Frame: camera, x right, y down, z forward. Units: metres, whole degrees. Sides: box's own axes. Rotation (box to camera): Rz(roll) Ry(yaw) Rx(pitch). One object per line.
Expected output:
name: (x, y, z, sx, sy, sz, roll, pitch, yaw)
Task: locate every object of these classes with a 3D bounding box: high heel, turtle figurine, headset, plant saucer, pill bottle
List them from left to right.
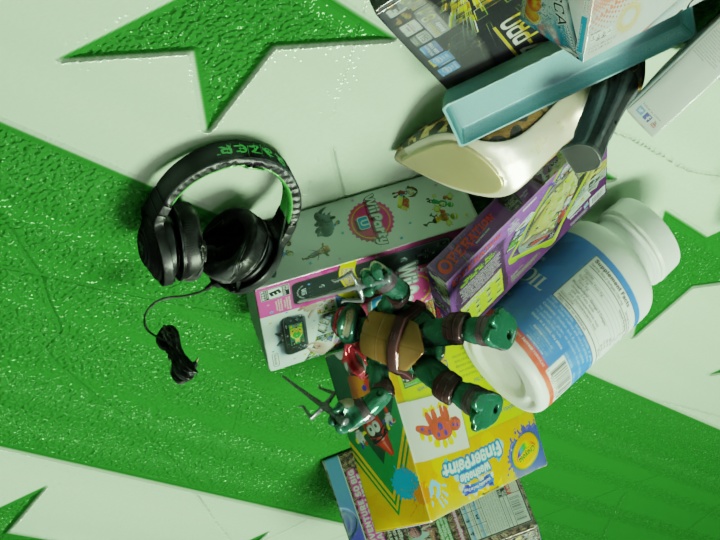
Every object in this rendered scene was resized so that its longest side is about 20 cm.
headset: (-0.119, -0.008, 1.346, 0.123, 0.094, 0.201, 7, 128, -33)
turtle figurine: (0.029, 0.060, 1.403, 0.100, 0.199, 0.151, -27, 123, -51)
high heel: (0.130, -0.131, 1.362, 0.199, 0.143, 0.072, -1, 135, 36)
plant saucer: (0.155, -0.155, 1.266, 0.199, 0.019, 0.070, -24, 154, 5)
pill bottle: (0.195, 0.026, 1.546, 0.200, 0.112, 0.113, -40, 156, -18)

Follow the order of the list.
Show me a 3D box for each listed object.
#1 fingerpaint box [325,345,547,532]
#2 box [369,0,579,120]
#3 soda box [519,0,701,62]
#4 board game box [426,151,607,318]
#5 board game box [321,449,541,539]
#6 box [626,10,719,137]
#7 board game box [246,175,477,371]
fingerpaint box: (0.072, 0.132, 1.570, 0.073, 0.168, 0.199, -17, 179, 39)
box: (0.109, -0.201, 1.220, 0.160, 0.049, 0.200, -28, 152, 14)
soda box: (0.202, -0.217, 1.161, 0.199, 0.064, 0.069, -29, 142, -30)
board game box: (0.137, -0.037, 1.448, 0.200, 0.032, 0.120, -44, 160, -15)
board game box: (0.080, 0.260, 1.861, 0.199, 0.160, 0.097, -20, 151, 0)
box: (0.297, -0.197, 1.285, 0.200, 0.036, 0.144, -44, 180, 35)
board game box: (0.000, 0.000, 1.475, 0.199, 0.065, 0.148, -18, 151, -8)
